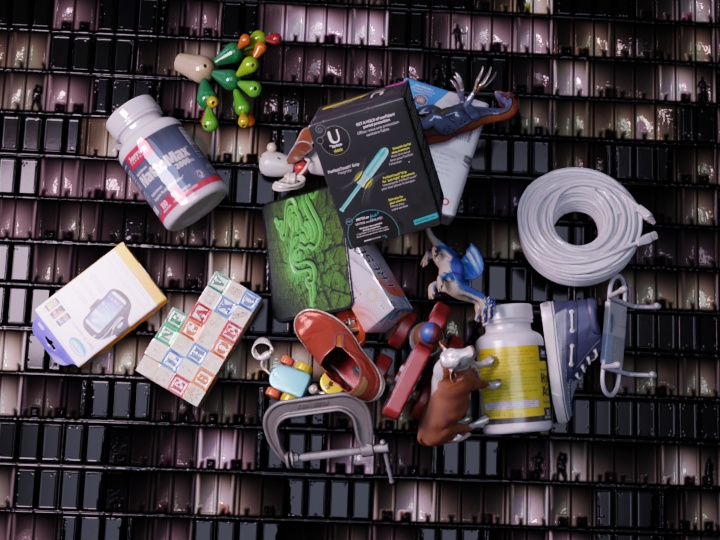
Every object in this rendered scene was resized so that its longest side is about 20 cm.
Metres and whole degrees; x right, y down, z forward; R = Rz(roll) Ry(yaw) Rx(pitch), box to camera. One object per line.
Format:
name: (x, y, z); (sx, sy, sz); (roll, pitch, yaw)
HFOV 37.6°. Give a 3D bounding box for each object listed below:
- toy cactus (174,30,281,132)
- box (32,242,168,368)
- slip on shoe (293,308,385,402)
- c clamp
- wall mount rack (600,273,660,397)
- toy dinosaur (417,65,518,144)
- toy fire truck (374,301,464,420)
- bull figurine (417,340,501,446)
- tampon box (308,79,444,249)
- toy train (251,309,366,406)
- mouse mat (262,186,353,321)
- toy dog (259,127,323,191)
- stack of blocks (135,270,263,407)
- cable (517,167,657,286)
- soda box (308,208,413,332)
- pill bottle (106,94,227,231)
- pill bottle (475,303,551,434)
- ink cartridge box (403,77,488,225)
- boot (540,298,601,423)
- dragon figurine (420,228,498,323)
toy cactus: (-0.227, -0.321, 1.751); (0.164, 0.102, 0.201); (22, 83, 20)
box: (-0.423, 0.063, 1.700); (0.200, 0.041, 0.119); (-38, 85, -5)
slip on shoe: (-0.041, 0.125, 1.620); (0.200, 0.061, 0.074); (46, 108, 35)
c clamp: (-0.052, 0.270, 1.665); (0.199, 0.027, 0.172); (-3, 114, 6)
wall mount rack: (0.416, 0.099, 1.673); (0.074, 0.173, 0.201); (-1, 79, 38)
toy dinosaur: (0.155, -0.244, 1.687); (0.181, 0.105, 0.201); (12, 114, -10)
toy fire truck: (0.089, 0.141, 1.646); (0.112, 0.168, 0.201); (29, 82, 2)
bull figurine: (0.148, 0.184, 1.606); (0.121, 0.065, 0.201); (0, 126, -30)
tampon box: (0.028, -0.161, 1.596); (0.149, 0.126, 0.201); (-14, 110, 12)
toy train: (-0.066, 0.141, 1.700); (0.199, 0.056, 0.151); (-18, 67, 0)
mouse mat: (-0.087, -0.026, 1.698); (0.160, 0.008, 0.201); (-12, 80, 33)
toy dog: (-0.063, -0.199, 1.718); (0.199, 0.132, 0.097); (-8, 111, -12)
stack of blocks: (-0.255, 0.103, 1.690); (0.115, 0.059, 0.201); (30, 82, 2)
cable: (0.354, -0.073, 1.722); (0.199, 0.069, 0.200); (-32, 67, -8)
soda box: (0.000, 0.000, 1.680); (0.068, 0.063, 0.201); (-41, 67, 25)
pill bottle: (-0.316, -0.175, 1.699); (0.119, 0.120, 0.200); (-36, 84, -7)
pill bottle: (0.240, 0.156, 1.679); (0.111, 0.111, 0.201); (-4, 82, -3)
ink cartridge box: (0.110, -0.193, 1.737); (0.146, 0.086, 0.201); (18, 83, 0)
boot: (0.342, 0.144, 1.681); (0.090, 0.073, 0.201); (-7, 102, 9)
dragon figurine: (0.153, -0.006, 1.664); (0.099, 0.059, 0.201); (1, 60, -24)
